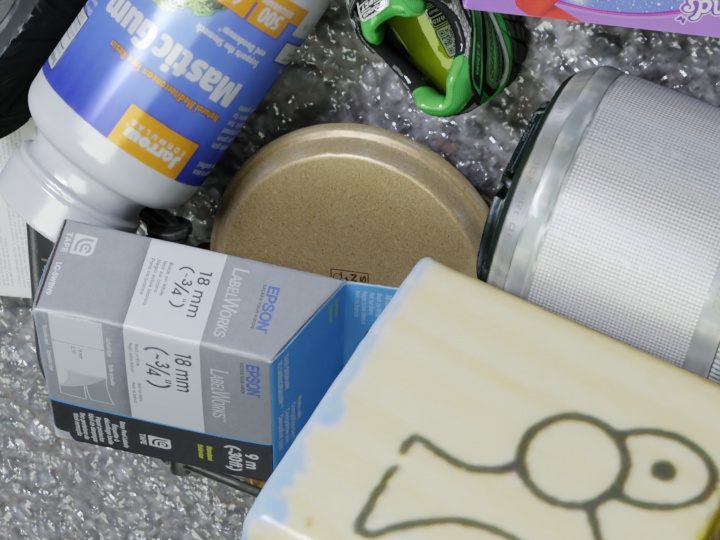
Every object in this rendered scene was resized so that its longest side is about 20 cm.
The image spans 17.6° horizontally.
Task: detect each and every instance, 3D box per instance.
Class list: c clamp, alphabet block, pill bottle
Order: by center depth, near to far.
[{"bbox_3d":[0.074,0.148,1.186,0.199,0.196,0.197,25,149,18],"label":"alphabet block"},{"bbox_3d":[-0.115,-0.106,1.302,0.112,0.112,0.200,37,100,3],"label":"pill bottle"},{"bbox_3d":[-0.130,0.032,1.402,0.170,0.027,0.201,9,117,32],"label":"c clamp"}]

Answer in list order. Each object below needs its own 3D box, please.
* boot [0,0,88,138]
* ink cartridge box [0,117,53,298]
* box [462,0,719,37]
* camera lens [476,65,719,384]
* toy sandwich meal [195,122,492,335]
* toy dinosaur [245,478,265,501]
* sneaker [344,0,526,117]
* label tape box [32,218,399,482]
[{"bbox_3d":[-0.220,-0.194,1.338,0.163,0.073,0.199,48,126,21],"label":"boot"},{"bbox_3d":[-0.252,-0.067,1.451,0.199,0.050,0.162,5,115,23],"label":"ink cartridge box"},{"bbox_3d":[0.158,-0.188,1.177,0.199,0.039,0.137,6,126,-4],"label":"box"},{"bbox_3d":[0.172,-0.007,1.233,0.199,0.160,0.161,22,120,12],"label":"camera lens"},{"bbox_3d":[0.000,0.000,1.367,0.204,0.070,0.206,7,115,16],"label":"toy sandwich meal"},{"bbox_3d":[-0.056,0.104,1.451,0.199,0.060,0.107,5,102,15],"label":"toy dinosaur"},{"bbox_3d":[0.017,-0.174,1.266,0.078,0.085,0.200,-32,97,31],"label":"sneaker"},{"bbox_3d":[-0.073,0.053,1.291,0.199,0.064,0.145,12,148,6],"label":"label tape box"}]
